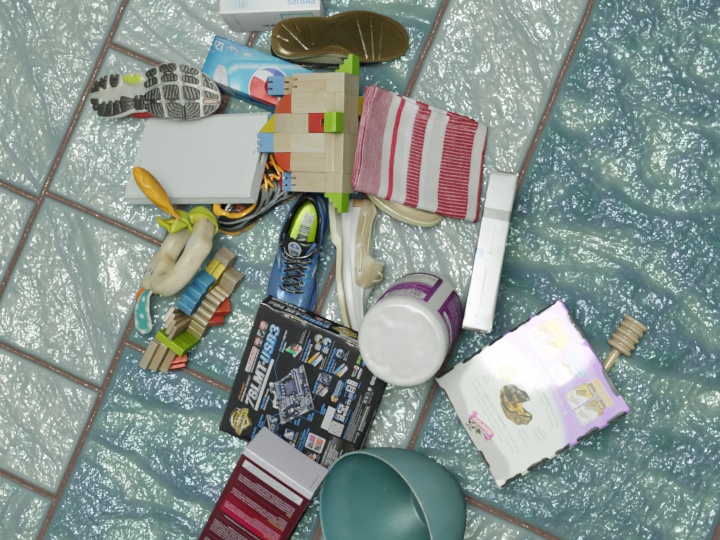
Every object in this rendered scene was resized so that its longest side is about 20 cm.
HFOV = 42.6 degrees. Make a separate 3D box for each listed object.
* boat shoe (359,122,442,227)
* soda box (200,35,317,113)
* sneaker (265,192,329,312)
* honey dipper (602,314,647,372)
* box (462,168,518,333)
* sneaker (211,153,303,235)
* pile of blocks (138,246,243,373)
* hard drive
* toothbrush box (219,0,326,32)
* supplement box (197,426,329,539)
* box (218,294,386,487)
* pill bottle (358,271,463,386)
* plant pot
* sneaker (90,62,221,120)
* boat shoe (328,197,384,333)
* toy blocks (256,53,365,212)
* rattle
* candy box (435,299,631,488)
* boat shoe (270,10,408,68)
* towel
[{"bbox_3d":[0.036,-0.137,1.270,0.199,0.065,0.072,39,51,4],"label":"boat shoe"},{"bbox_3d":[-0.121,-0.261,1.306,0.198,0.068,0.065,21,87,6],"label":"soda box"},{"bbox_3d":[-0.092,-0.015,1.274,0.077,0.089,0.203,10,87,7],"label":"sneaker"},{"bbox_3d":[0.320,0.154,1.254,0.038,0.038,0.201,32,91,7],"label":"honey dipper"},{"bbox_3d":[0.170,-0.019,1.219,0.041,0.156,0.203,9,87,7],"label":"box"},{"bbox_3d":[-0.128,-0.126,1.292,0.200,0.077,0.078,-44,82,-1],"label":"sneaker"},{"bbox_3d":[-0.224,0.065,1.282,0.062,0.082,0.201,33,88,7],"label":"pile of blocks"},{"bbox_3d":[-0.223,-0.155,1.282,0.197,0.026,0.134,1,66,21],"label":"hard drive"},{"bbox_3d":[-0.123,-0.450,1.313,0.144,0.085,0.203,0,87,5],"label":"toothbrush box"},{"bbox_3d":[-0.133,0.319,1.223,0.108,0.061,0.201,32,117,7],"label":"supplement box"},{"bbox_3d":[-0.072,0.163,1.252,0.196,0.050,0.202,22,105,7],"label":"box"},{"bbox_3d":[0.072,0.065,1.191,0.111,0.200,0.114,4,104,15],"label":"pill bottle"},{"bbox_3d":[0.061,0.318,1.199,0.198,0.134,0.203,9,103,43],"label":"plant pot"},{"bbox_3d":[-0.282,-0.251,1.308,0.197,0.085,0.078,4,97,16],"label":"sneaker"},{"bbox_3d":[0.000,0.000,1.272,0.067,0.075,0.203,-7,89,2],"label":"boat shoe"},{"bbox_3d":[-0.074,-0.180,1.220,0.135,0.100,0.203,3,96,23],"label":"toy blocks"},{"bbox_3d":[-0.294,-0.020,1.243,0.199,0.142,0.131,-37,50,29],"label":"rattle"},{"bbox_3d":[0.226,0.162,1.224,0.199,0.071,0.169,-32,79,10],"label":"candy box"},{"bbox_3d":[-0.032,-0.323,1.306,0.197,0.065,0.074,0,86,-14],"label":"boat shoe"},{"bbox_3d":[0.084,-0.155,1.246,0.198,0.023,0.146,13,78,-26],"label":"towel"}]
